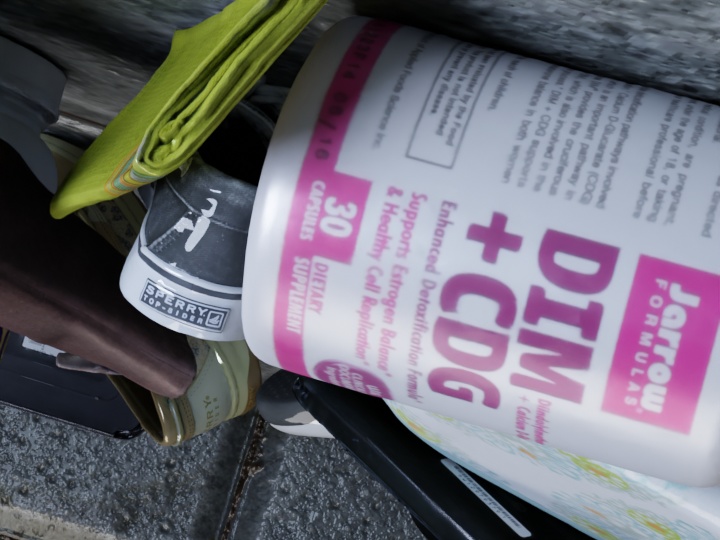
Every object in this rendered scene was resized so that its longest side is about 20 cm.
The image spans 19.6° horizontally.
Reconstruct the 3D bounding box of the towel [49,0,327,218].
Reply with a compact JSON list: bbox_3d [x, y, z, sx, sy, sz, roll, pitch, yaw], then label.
[{"bbox_3d":[-0.058,-0.056,0.648,0.018,0.086,0.200,43,168,-11],"label":"towel"}]

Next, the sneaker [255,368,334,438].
[{"bbox_3d":[0.054,0.086,1.051,0.201,0.108,0.067,-12,-158,-4],"label":"sneaker"}]

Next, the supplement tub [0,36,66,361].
[{"bbox_3d":[-0.215,-0.008,0.898,0.145,0.200,0.145,17,173,2],"label":"supplement tub"}]

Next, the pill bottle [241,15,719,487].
[{"bbox_3d":[0.074,0.000,0.629,0.200,0.113,0.113,15,173,11],"label":"pill bottle"}]

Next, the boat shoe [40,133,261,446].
[{"bbox_3d":[-0.134,0.006,1.074,0.200,0.063,0.073,44,143,24],"label":"boat shoe"}]

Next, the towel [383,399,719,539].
[{"bbox_3d":[0.103,0.071,0.779,0.200,0.048,0.171,29,168,-3],"label":"towel"}]

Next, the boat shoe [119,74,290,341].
[{"bbox_3d":[-0.049,-0.041,0.771,0.074,0.068,0.199,21,-162,-1],"label":"boat shoe"}]

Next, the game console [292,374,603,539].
[{"bbox_3d":[0.063,0.137,0.912,0.200,0.116,0.176,41,-156,29],"label":"game console"}]

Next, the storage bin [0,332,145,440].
[{"bbox_3d":[-0.265,0.057,1.786,0.200,0.135,0.094,18,173,-11],"label":"storage bin"}]

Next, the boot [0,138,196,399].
[{"bbox_3d":[-0.124,-0.007,0.750,0.166,0.072,0.200,34,-176,-19],"label":"boot"}]
